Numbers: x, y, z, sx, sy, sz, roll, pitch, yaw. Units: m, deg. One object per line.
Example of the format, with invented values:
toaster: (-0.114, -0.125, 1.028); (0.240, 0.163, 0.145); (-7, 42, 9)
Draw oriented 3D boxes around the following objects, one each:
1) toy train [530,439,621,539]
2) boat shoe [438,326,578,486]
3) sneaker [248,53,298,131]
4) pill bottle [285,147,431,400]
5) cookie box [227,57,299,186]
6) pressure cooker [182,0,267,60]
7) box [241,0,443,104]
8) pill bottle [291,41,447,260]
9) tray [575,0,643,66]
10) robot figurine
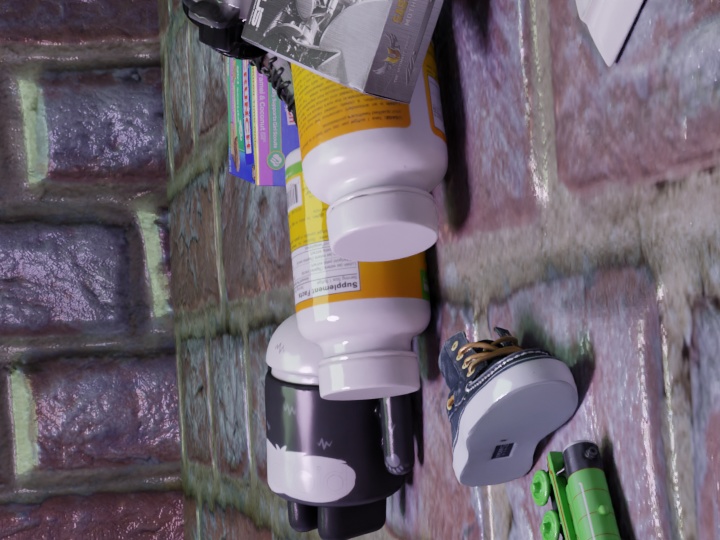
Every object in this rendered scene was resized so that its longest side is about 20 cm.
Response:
toy train: (0.140, 0.186, 1.185); (0.057, 0.041, 0.201); (116, 151, -48)
boat shoe: (0.087, 0.071, 1.330); (0.200, 0.070, 0.092); (109, 152, -66)
sneaker: (-0.065, -0.197, 1.963); (0.071, 0.097, 0.202); (116, 148, -63)
pill bottle: (0.000, 0.000, 1.652); (0.111, 0.110, 0.202); (137, 129, -75)
cookie box: (-0.093, -0.180, 2.158); (0.200, 0.075, 0.173); (-154, 63, -76)
pressure cooker: (-0.081, -0.290, 1.830); (0.179, 0.174, 0.201); (-114, 23, -53)
box: (0.003, -0.236, 1.448); (0.158, 0.048, 0.202); (30, 105, 48)
pill bottle: (0.007, -0.115, 1.551); (0.111, 0.110, 0.202); (117, 149, -67)
tray: (0.131, -0.229, 1.175); (0.108, 0.022, 0.202); (110, 155, -60)
robot figurine: (-0.020, 0.129, 1.760); (0.125, 0.149, 0.202); (-47, -44, -75)
